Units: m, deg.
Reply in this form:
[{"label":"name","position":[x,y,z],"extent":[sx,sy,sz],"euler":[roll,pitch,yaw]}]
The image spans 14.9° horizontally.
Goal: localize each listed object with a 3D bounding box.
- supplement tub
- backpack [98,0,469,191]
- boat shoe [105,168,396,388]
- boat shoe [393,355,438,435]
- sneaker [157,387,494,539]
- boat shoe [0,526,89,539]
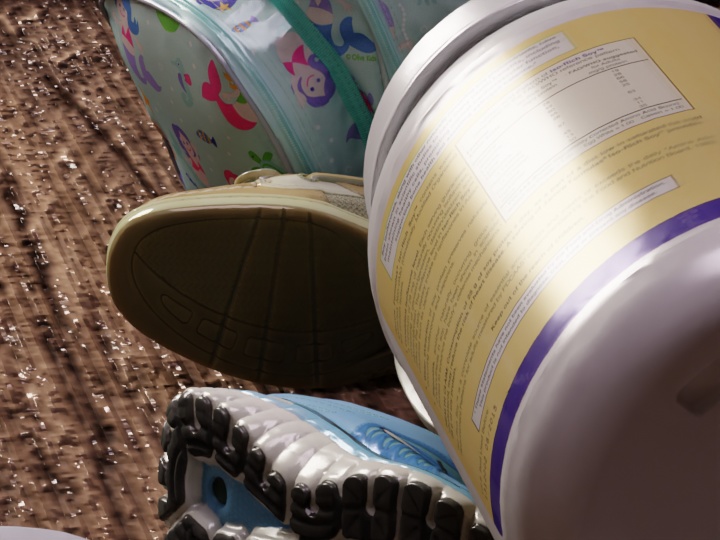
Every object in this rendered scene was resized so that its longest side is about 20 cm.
[{"label":"supplement tub","position":[0.084,0.010,0.759],"extent":[0.145,0.146,0.200],"euler":[-3,29,-15]},{"label":"backpack","position":[-0.012,-0.099,1.094],"extent":[0.150,0.201,0.177],"euler":[-31,37,-21]},{"label":"boat shoe","position":[0.001,-0.002,1.024],"extent":[0.200,0.074,0.063],"euler":[1,26,-15]},{"label":"boat shoe","position":[0.072,0.062,0.909],"extent":[0.072,0.061,0.201],"euler":[-31,30,-9]},{"label":"sneaker","position":[0.025,0.080,0.838],"extent":[0.090,0.079,0.200],"euler":[-9,27,-38]},{"label":"boat shoe","position":[-0.147,0.122,0.726],"extent":[0.199,0.070,0.066],"euler":[-8,33,-23]}]
